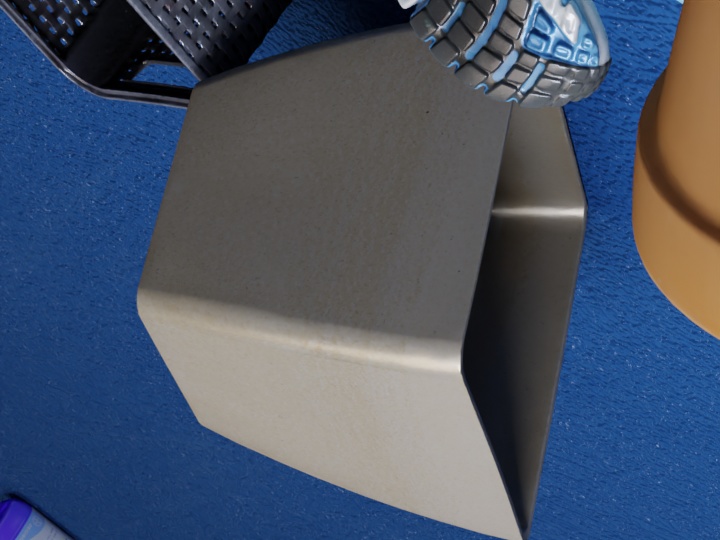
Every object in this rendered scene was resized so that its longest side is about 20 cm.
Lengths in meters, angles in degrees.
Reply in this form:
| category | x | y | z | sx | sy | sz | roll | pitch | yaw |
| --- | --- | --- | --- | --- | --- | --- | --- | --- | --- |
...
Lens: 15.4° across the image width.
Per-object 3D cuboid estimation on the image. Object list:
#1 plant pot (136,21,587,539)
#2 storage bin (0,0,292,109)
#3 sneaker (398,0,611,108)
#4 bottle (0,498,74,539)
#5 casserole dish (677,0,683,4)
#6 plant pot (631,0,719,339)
| category | x | y | z | sx | sy | sz | roll | pitch | yaw |
| --- | --- | --- | --- | --- | --- | --- | --- | --- | --- |
| plant pot | 0.000 | 0.000 | 1.333 | 0.177 | 0.200 | 0.200 | 4 | 151 | 16 |
| storage bin | -0.139 | -0.183 | 1.368 | 0.135 | 0.094 | 0.200 | 11 | 150 | 49 |
| sneaker | 0.042 | -0.152 | 1.159 | 0.200 | 0.087 | 0.075 | 44 | 129 | 16 |
| bottle | -0.330 | 0.336 | 2.923 | 0.200 | 0.084 | 0.065 | 42 | 153 | -17 |
| casserole dish | 0.119 | -0.164 | 1.075 | 0.200 | 0.039 | 0.121 | 32 | 160 | 6 |
| plant pot | 0.192 | -0.075 | 0.940 | 0.200 | 0.200 | 0.140 | 21 | 137 | 33 |
